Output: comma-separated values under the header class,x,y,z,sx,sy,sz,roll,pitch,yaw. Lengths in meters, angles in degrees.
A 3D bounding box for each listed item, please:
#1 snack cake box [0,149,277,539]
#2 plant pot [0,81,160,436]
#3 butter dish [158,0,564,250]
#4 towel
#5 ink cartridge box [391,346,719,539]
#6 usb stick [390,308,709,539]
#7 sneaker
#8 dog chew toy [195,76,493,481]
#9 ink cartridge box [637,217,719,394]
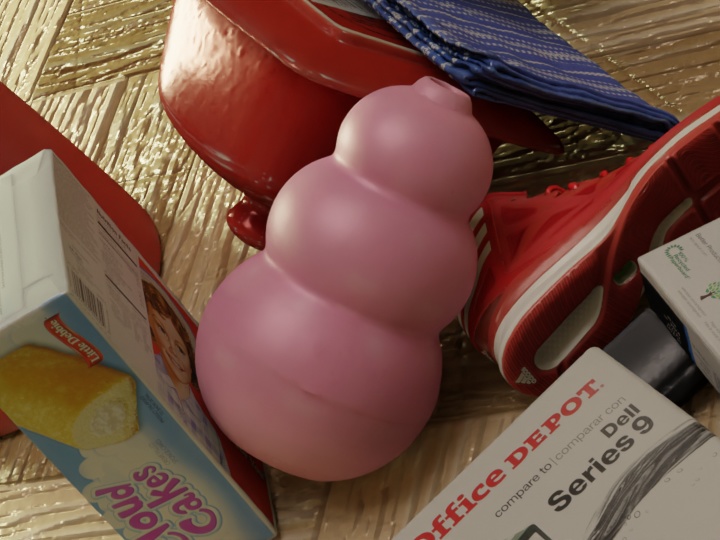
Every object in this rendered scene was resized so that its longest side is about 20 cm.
class,x,y,z,sx,sy,sz,roll,pitch,yaw
snack cake box,-0.123,0.051,1.144,0.067,0.200,0.115,-29,38,10
plant pot,-0.244,-0.028,1.337,0.199,0.178,0.201,-21,41,19
butter dish,-0.028,-0.079,1.252,0.199,0.199,0.148,44,114,45
towel,0.073,-0.128,1.241,0.200,0.144,0.024,48,120,52
ink cartridge box,0.117,0.143,0.962,0.146,0.084,0.200,-43,39,-7
usb stick,0.084,0.093,1.081,0.200,0.033,0.055,-41,39,-6
sneaker,0.119,-0.038,1.154,0.200,0.078,0.115,-40,40,-7
dog chew toy,0.000,0.000,1.127,0.124,0.124,0.201,39,108,51
ink cartridge box,0.236,-0.011,1.050,0.199,0.039,0.100,-26,39,-5
